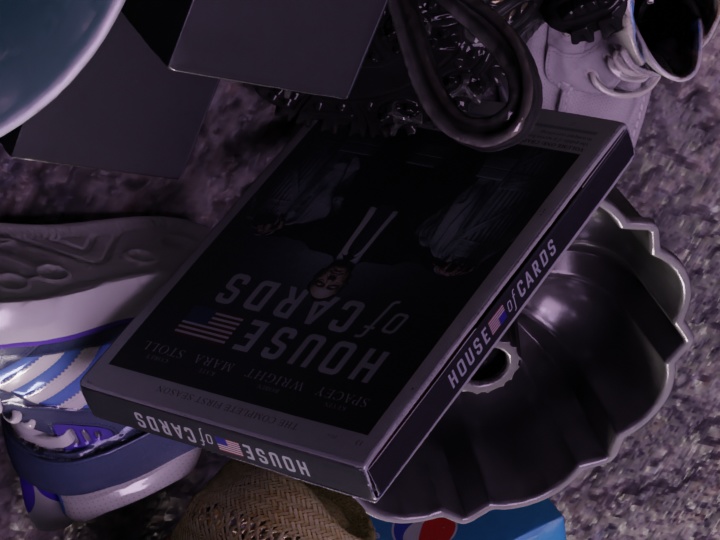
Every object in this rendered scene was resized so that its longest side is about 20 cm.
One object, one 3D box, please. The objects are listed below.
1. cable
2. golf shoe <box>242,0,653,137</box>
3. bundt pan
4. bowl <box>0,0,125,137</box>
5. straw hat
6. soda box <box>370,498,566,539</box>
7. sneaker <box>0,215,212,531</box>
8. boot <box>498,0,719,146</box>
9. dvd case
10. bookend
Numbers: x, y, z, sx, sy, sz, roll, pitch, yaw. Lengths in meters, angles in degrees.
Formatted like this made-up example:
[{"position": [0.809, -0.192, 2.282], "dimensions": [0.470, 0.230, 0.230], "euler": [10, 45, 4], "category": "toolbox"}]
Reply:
[{"position": [0.007, -0.138, 0.926], "dimensions": [0.096, 0.202, 0.050], "euler": [-15, 164, 11], "category": "cable"}, {"position": [0.041, -0.124, 0.997], "dimensions": [0.199, 0.095, 0.078], "euler": [-21, 139, 22], "category": "golf shoe"}, {"position": [0.048, 0.020, 1.110], "dimensions": [0.200, 0.076, 0.203], "euler": [-9, 132, -10], "category": "bundt pan"}, {"position": [-0.177, -0.144, 0.826], "dimensions": [0.199, 0.105, 0.202], "euler": [-5, 113, -12], "category": "bowl"}, {"position": [-0.039, 0.128, 1.065], "dimensions": [0.200, 0.200, 0.086], "euler": [28, 85, -42], "category": "straw hat"}, {"position": [0.004, 0.166, 1.213], "dimensions": [0.199, 0.068, 0.064], "euler": [-25, 132, -14], "category": "soda box"}, {"position": [-0.145, 0.057, 1.030], "dimensions": [0.199, 0.081, 0.147], "euler": [-6, 121, -35], "category": "sneaker"}, {"position": [0.112, -0.101, 1.063], "dimensions": [0.073, 0.096, 0.201], "euler": [-21, 131, -17], "category": "boot"}, {"position": [0.000, 0.000, 0.977], "dimensions": [0.200, 0.150, 0.025], "euler": [-50, 136, -32], "category": "dvd case"}, {"position": [-0.063, -0.106, 0.879], "dimensions": [0.092, 0.200, 0.200], "euler": [6, 118, -34], "category": "bookend"}]
